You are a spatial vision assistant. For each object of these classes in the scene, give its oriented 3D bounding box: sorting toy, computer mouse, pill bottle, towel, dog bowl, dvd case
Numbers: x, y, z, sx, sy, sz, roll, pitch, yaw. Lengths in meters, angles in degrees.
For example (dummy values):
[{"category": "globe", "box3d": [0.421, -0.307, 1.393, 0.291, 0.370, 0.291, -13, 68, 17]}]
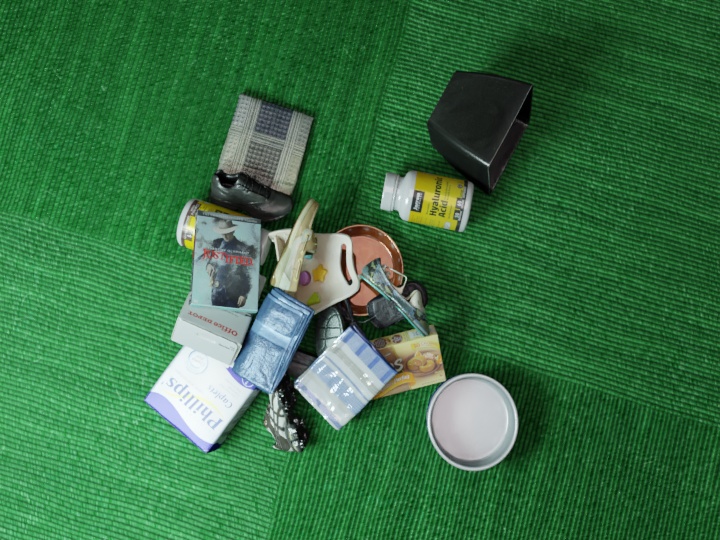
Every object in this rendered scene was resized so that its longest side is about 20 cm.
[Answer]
[{"category": "sorting toy", "box3d": [-0.091, 0.004, 1.648, 0.175, 0.107, 0.206, -14, 78, 18]}, {"category": "computer mouse", "box3d": [0.043, 0.061, 1.669, 0.197, 0.046, 0.142, -32, 92, 10]}, {"category": "pill bottle", "box3d": [-0.300, -0.079, 1.687, 0.195, 0.109, 0.112, 18, 85, 3]}, {"category": "towel", "box3d": [-0.219, -0.286, 1.751, 0.188, 0.035, 0.205, 17, 82, 0]}, {"category": "dog bowl", "box3d": [0.240, 0.326, 1.652, 0.194, 0.079, 0.206, 0, 84, 1]}, {"category": "pill bottle", "box3d": [0.146, -0.159, 1.688, 0.194, 0.111, 0.115, 11, 84, 3]}, {"category": "towel", "box3d": [-0.183, 0.146, 1.576, 0.110, 0.049, 0.204, 27, 92, 9]}, {"category": "towel", "box3d": [-0.034, 0.230, 1.615, 0.147, 0.024, 0.200, 45, 109, 0]}, {"category": "dvd case", "box3d": [-0.280, -0.019, 1.589, 0.142, 0.022, 0.206, 8, 70, -22]}]

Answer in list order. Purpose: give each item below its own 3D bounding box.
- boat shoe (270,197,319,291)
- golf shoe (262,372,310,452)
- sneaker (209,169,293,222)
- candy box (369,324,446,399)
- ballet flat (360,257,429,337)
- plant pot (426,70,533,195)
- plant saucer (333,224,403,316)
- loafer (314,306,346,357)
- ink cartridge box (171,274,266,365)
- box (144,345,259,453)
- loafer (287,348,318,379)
[{"category": "boat shoe", "box3d": [-0.124, -0.051, 1.595, 0.065, 0.074, 0.204, 24, 81, -7]}, {"category": "golf shoe", "box3d": [-0.181, 0.303, 1.648, 0.092, 0.078, 0.205, -12, 99, 23]}, {"category": "sneaker", "box3d": [-0.245, -0.171, 1.697, 0.194, 0.092, 0.077, 10, 50, 0]}, {"category": "candy box", "box3d": [0.080, 0.202, 1.658, 0.194, 0.056, 0.118, -14, 111, 0]}, {"category": "ballet flat", "box3d": [0.088, 0.051, 1.606, 0.199, 0.074, 0.074, 43, 86, -1]}, {"category": "plant pot", "box3d": [0.254, -0.317, 1.671, 0.175, 0.200, 0.203, 28, 85, 15]}, {"category": "plant saucer", "box3d": [0.000, 0.000, 1.713, 0.194, 0.032, 0.207, 0, 85, 0]}, {"category": "loafer", "box3d": [-0.057, 0.179, 1.671, 0.070, 0.063, 0.206, -2, 92, 21]}, {"category": "ink cartridge box", "box3d": [-0.300, 0.080, 1.620, 0.144, 0.084, 0.203, 25, 44, -8]}, {"category": "box", "box3d": [-0.332, 0.258, 1.656, 0.182, 0.105, 0.202, 37, 86, 5]}, {"category": "loafer", "box3d": [-0.189, 0.196, 1.678, 0.195, 0.073, 0.074, 19, 89, 4]}]
